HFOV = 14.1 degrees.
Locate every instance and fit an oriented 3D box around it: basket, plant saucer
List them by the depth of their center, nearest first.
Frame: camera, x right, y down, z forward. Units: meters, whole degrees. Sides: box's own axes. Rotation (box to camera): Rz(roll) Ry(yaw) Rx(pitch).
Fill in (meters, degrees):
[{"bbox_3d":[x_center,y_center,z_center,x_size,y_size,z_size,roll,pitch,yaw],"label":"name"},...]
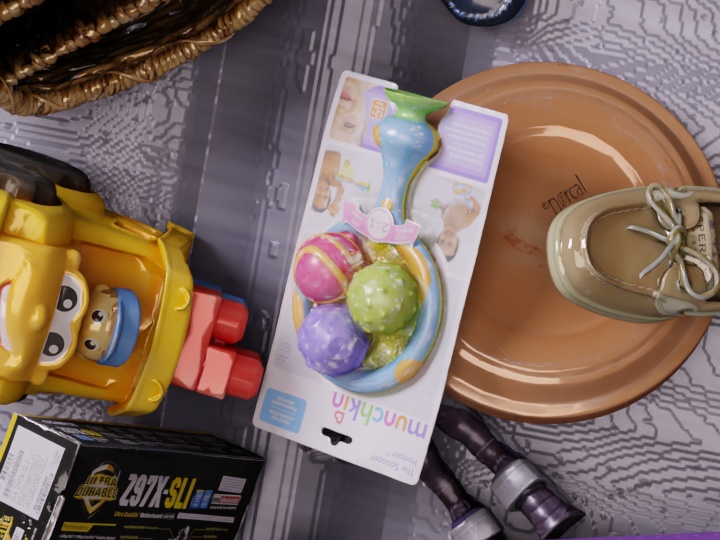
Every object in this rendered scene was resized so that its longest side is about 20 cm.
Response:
[{"bbox_3d":[-0.128,-0.161,1.546,0.199,0.149,0.143,-27,116,8],"label":"basket"},{"bbox_3d":[0.100,-0.018,1.567,0.199,0.032,0.201,1,75,-2],"label":"plant saucer"}]

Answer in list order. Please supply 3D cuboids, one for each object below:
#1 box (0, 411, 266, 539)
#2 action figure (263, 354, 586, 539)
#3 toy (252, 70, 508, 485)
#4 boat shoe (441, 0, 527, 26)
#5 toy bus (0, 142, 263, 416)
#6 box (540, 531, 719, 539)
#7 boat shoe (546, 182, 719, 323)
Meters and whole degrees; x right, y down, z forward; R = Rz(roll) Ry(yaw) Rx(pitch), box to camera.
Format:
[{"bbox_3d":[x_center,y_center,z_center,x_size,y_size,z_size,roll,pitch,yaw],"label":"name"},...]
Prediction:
[{"bbox_3d":[-0.142,0.162,1.554,0.049,0.200,0.160,22,95,27],"label":"box"},{"bbox_3d":[0.033,0.081,1.597,0.130,0.069,0.200,-41,83,14],"label":"action figure"},{"bbox_3d":[0.000,0.000,1.532,0.115,0.047,0.201,18,93,36],"label":"toy"},{"bbox_3d":[0.051,-0.232,1.578,0.084,0.069,0.201,-11,91,8],"label":"boat shoe"},{"bbox_3d":[-0.142,0.024,1.556,0.191,0.200,0.136,18,95,-1],"label":"toy bus"},{"bbox_3d":[0.165,0.204,1.562,0.199,0.039,0.137,-3,125,8],"label":"box"},{"bbox_3d":[0.191,-0.012,1.523,0.199,0.063,0.074,-1,81,-28],"label":"boat shoe"}]
